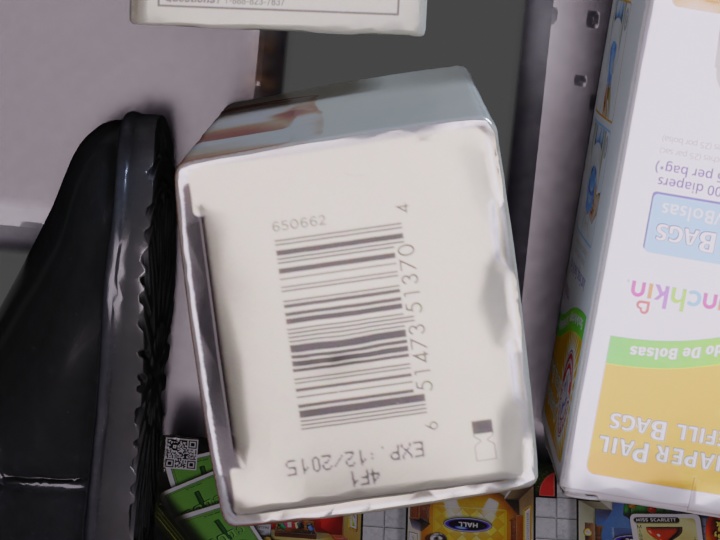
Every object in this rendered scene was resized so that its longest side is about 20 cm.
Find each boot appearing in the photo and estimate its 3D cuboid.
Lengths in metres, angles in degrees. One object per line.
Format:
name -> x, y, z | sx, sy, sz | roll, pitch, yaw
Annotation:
boot -> -0.165, 0.022, 0.813 | 0.200, 0.066, 0.165 | 6, 97, 4

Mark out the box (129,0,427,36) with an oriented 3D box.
box -> -0.021, -0.175, 0.772 | 0.095, 0.078, 0.200 | 4, 98, 0

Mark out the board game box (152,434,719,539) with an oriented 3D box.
board game box -> 0.031, 0.110, 0.803 | 0.200, 0.023, 0.105 | 4, 66, -5

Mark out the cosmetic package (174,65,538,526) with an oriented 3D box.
cosmetic package -> 0.000, 0.000, 0.737 | 0.087, 0.200, 0.103 | -8, 97, 2

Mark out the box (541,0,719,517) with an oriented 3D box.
box -> 0.128, -0.027, 0.781 | 0.112, 0.101, 0.200 | 10, 98, -1
